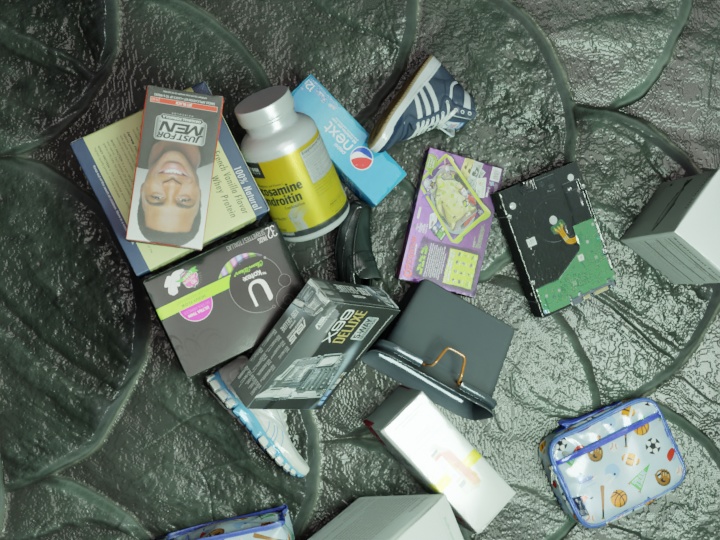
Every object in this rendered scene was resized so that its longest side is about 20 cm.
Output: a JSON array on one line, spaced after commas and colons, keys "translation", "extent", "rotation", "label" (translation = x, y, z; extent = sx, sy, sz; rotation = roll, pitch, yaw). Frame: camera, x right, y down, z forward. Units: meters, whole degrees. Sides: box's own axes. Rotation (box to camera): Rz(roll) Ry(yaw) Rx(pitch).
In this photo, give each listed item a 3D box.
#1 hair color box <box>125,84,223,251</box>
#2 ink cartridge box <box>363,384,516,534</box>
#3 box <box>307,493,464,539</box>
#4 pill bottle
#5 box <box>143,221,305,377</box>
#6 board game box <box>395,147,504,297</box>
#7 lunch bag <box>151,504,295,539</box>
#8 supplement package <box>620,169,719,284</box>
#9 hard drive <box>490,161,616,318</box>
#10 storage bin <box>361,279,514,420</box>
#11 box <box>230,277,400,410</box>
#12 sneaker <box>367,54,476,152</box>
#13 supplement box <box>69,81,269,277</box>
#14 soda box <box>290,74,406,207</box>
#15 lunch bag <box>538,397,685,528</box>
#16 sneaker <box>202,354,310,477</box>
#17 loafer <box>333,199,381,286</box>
[{"translation": [-0.241, -0.131, 1.517], "extent": [0.101, 0.061, 0.201], "rotation": [7, 88, -10], "label": "hair color box"}, {"translation": [0.109, 0.265, 1.659], "extent": [0.083, 0.145, 0.200], "rotation": [-43, 96, -10], "label": "ink cartridge box"}, {"translation": [0.035, 0.434, 1.579], "extent": [0.200, 0.171, 0.199], "rotation": [-32, 104, -45], "label": "box"}, {"translation": [-0.099, -0.148, 1.620], "extent": [0.112, 0.112, 0.200], "rotation": [-28, 117, -9], "label": "pill bottle"}, {"translation": [-0.183, 0.040, 1.627], "extent": [0.200, 0.124, 0.149], "rotation": [-26, 92, -11], "label": "box"}, {"translation": [0.132, -0.070, 1.732], "extent": [0.120, 0.032, 0.201], "rotation": [15, 85, -13], "label": "board game box"}, {"translation": [-0.183, 0.435, 1.619], "extent": [0.199, 0.124, 0.171], "rotation": [-11, 90, 1], "label": "lunch bag"}, {"translation": [0.488, -0.059, 1.703], "extent": [0.117, 0.200, 0.117], "rotation": [39, 82, -6], "label": "supplement package"}, {"translation": [0.289, -0.046, 1.741], "extent": [0.139, 0.038, 0.200], "rotation": [-23, 96, -15], "label": "hard drive"}, {"translation": [0.121, 0.107, 1.677], "extent": [0.200, 0.146, 0.135], "rotation": [28, 74, -8], "label": "storage bin"}, {"translation": [-0.061, 0.103, 1.589], "extent": [0.200, 0.158, 0.050], "rotation": [-52, 58, 20], "label": "box"}, {"translation": [0.094, -0.216, 1.682], "extent": [0.108, 0.070, 0.200], "rotation": [40, 55, -10], "label": "sneaker"}, {"translation": [-0.261, -0.121, 1.613], "extent": [0.199, 0.134, 0.200], "rotation": [-27, 93, -9], "label": "supplement box"}, {"translation": [-0.029, -0.184, 1.689], "extent": [0.200, 0.064, 0.068], "rotation": [45, 82, -5], "label": "soda box"}, {"translation": [0.369, 0.281, 1.738], "extent": [0.200, 0.076, 0.161], "rotation": [-23, 90, -10], "label": "lunch bag"}, {"translation": [-0.128, 0.204, 1.660], "extent": [0.087, 0.075, 0.200], "rotation": [-41, 95, -14], "label": "sneaker"}, {"translation": [0.000, 0.000, 1.680], "extent": [0.070, 0.068, 0.201], "rotation": [7, 91, 30], "label": "loafer"}]
